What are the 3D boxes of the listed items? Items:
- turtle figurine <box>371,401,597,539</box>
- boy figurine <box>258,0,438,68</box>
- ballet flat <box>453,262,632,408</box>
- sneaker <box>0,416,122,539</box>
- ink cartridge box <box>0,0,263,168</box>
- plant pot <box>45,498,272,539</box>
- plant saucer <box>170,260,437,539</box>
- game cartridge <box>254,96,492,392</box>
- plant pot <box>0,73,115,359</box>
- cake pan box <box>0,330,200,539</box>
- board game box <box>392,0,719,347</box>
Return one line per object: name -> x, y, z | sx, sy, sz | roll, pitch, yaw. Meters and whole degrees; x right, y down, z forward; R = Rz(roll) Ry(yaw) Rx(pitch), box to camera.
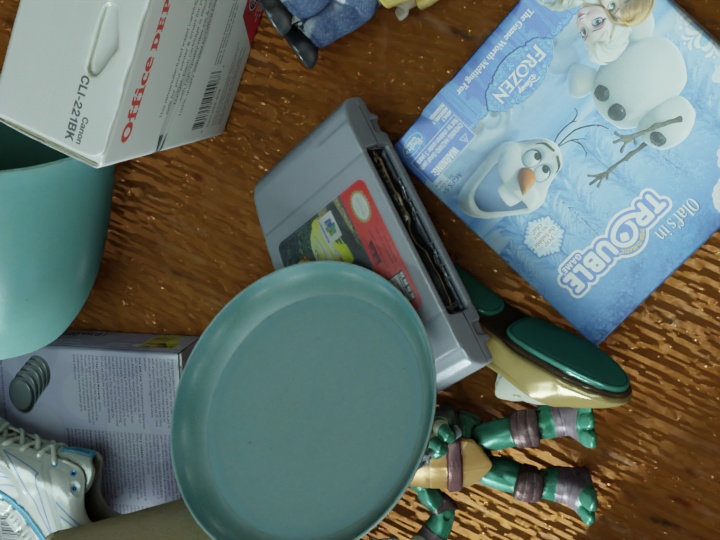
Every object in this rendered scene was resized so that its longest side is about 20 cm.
turtle figurine -> 0.065, 0.139, 0.816 | 0.198, 0.101, 0.151 | -6, 134, 3
boy figurine -> 0.023, -0.219, 0.750 | 0.199, 0.124, 0.065 | -34, 53, 11
ballet flat -> 0.096, 0.052, 0.798 | 0.199, 0.068, 0.063 | 34, 119, 28
sneaker -> -0.244, 0.150, 0.875 | 0.087, 0.075, 0.200 | -40, 99, 13
ink cartridge box -> -0.139, -0.159, 0.753 | 0.083, 0.200, 0.145 | 23, 107, 8
plant pot -> -0.125, 0.240, 0.807 | 0.182, 0.200, 0.202 | -5, 102, -12
plant saucer -> -0.036, 0.092, 0.754 | 0.199, 0.027, 0.202 | -12, 63, 25
game cartridge -> 0.000, 0.000, 0.798 | 0.133, 0.041, 0.201 | -38, 74, 46
plant pot -> -0.273, -0.034, 0.828 | 0.199, 0.201, 0.162 | 12, 118, 12
cake pan box -> -0.211, 0.149, 0.922 | 0.182, 0.052, 0.202 | 1, 102, 17
board game box -> 0.157, -0.088, 0.772 | 0.199, 0.043, 0.200 | 43, 110, 1
